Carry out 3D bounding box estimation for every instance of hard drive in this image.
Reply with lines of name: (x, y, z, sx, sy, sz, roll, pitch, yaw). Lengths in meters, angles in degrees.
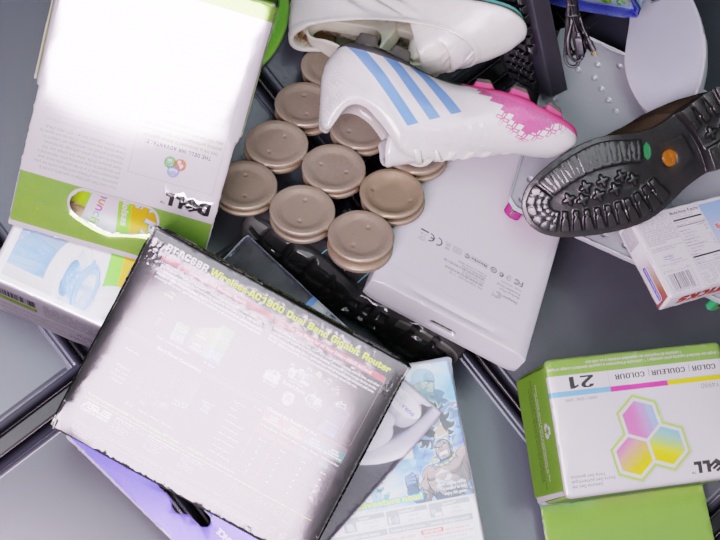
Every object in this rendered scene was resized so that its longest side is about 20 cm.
hard drive: (0.090, -0.032, 1.112, 0.131, 0.027, 0.201, 27, 52, -7)

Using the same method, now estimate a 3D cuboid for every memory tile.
memory tile: (-0.011, -0.091, 1.101, 0.152, 0.017, 0.201, 22, 52, 13)

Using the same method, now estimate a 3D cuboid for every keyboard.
keyboard: (0.126, -0.224, 1.093, 0.021, 0.127, 0.201, -32, 123, -21)

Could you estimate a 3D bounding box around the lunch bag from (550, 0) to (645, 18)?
lunch bag: (0.164, -0.319, 1.175, 0.199, 0.128, 0.171, 17, 67, 36)

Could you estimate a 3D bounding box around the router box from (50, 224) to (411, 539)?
router box: (-0.086, 0.081, 0.961, 0.199, 0.062, 0.151, 29, 90, -1)

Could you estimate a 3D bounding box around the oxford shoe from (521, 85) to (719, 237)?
oxford shoe: (0.210, -0.079, 1.101, 0.199, 0.084, 0.073, -23, 97, -10)

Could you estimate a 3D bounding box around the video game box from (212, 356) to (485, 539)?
video game box: (-0.013, 0.172, 1.060, 0.198, 0.047, 0.184, -9, 80, -5)

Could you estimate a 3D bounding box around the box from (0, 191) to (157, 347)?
box: (-0.182, -0.050, 1.061, 0.112, 0.101, 0.201, 23, 73, -5)

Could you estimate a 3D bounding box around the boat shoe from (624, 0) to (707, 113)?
boat shoe: (0.256, -0.210, 1.194, 0.068, 0.057, 0.202, -12, 66, 22)

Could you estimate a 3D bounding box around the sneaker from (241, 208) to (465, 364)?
sneaker: (0.000, 0.000, 1.111, 0.199, 0.075, 0.080, 31, 60, -10)

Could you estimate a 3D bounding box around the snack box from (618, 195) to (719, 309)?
snack box: (0.302, -0.026, 1.125, 0.198, 0.024, 0.072, -14, 66, -25)

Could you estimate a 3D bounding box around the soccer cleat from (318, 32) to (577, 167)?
soccer cleat: (0.062, -0.107, 1.077, 0.198, 0.070, 0.087, 19, 81, 0)

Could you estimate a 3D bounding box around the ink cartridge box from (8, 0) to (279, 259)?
ink cartridge box: (-0.153, -0.116, 0.998, 0.147, 0.076, 0.202, 16, 108, -7)

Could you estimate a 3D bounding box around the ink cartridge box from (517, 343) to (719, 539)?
ink cartridge box: (0.215, 0.168, 1.094, 0.146, 0.076, 0.202, -5, 77, -12)

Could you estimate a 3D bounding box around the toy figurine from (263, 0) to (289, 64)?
toy figurine: (-0.111, -0.266, 1.085, 0.149, 0.184, 0.202, 12, 74, -8)

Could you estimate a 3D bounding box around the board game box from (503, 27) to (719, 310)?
board game box: (0.228, -0.084, 1.163, 0.199, 0.026, 0.201, 24, 56, -5)

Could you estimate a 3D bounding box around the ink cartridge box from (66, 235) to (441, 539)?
ink cartridge box: (-0.079, 0.111, 1.027, 0.198, 0.043, 0.200, 41, 80, 6)

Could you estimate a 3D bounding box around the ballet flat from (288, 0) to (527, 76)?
ballet flat: (0.031, -0.184, 1.127, 0.198, 0.069, 0.070, 12, 73, 20)
